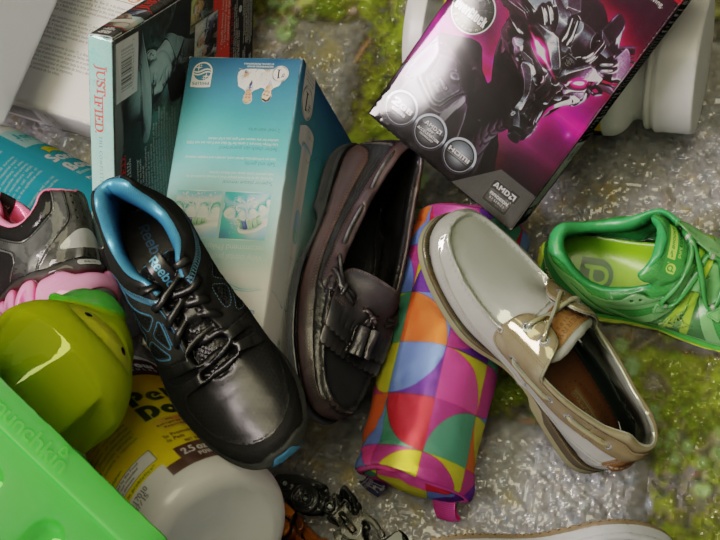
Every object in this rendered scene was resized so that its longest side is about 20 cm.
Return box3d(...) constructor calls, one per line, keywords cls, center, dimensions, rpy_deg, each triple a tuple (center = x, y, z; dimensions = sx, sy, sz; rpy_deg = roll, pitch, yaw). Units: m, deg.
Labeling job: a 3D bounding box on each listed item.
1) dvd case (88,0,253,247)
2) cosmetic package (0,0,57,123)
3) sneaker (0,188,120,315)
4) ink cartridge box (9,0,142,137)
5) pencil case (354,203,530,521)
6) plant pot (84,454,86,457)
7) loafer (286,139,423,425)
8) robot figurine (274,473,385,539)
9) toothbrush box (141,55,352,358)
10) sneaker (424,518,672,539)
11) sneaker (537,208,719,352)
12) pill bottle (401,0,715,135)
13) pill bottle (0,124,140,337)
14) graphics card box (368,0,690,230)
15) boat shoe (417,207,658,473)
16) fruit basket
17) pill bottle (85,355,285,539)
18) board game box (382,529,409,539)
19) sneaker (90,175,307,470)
box3d(cls="dvd case", center=(-0.123, -0.121, 1.076), dimensions=(0.022, 0.148, 0.200), rpy_deg=(13, 31, 17))
box3d(cls="cosmetic package", center=(-0.322, -0.227, 1.188), dimensions=(0.198, 0.123, 0.202), rpy_deg=(8, 72, 44))
box3d(cls="sneaker", center=(-0.237, 0.000, 1.057), dimensions=(0.198, 0.079, 0.097), rpy_deg=(-19, 82, 37))
box3d(cls="ink cartridge box", center=(-0.177, -0.186, 1.217), dimensions=(0.198, 0.045, 0.178), rpy_deg=(17, 77, 17))
box3d(cls="pencil case", center=(0.055, 0.057, 1.063), dimensions=(0.087, 0.088, 0.203), rpy_deg=(10, 75, 16))
box3d(cls="plant pot", center=(-0.281, 0.142, 0.961), dimensions=(0.134, 0.198, 0.203), rpy_deg=(-34, 59, 46))
box3d(cls="loafer", center=(0.000, 0.000, 1.043), dimensions=(0.062, 0.072, 0.202), rpy_deg=(-14, 55, 36))
box3d(cls="robot figurine", center=(-0.019, 0.229, 1.033), dimensions=(0.200, 0.058, 0.145), rpy_deg=(40, 84, 21))
box3d(cls="toothbrush box", center=(-0.071, -0.022, 1.083), dimensions=(0.084, 0.147, 0.203), rpy_deg=(2, 73, 14))
box3d(cls="sneaker", center=(0.118, 0.213, 0.952), dimensions=(0.198, 0.070, 0.109), rpy_deg=(1, 51, -29))
box3d(cls="sneaker", center=(0.210, 0.007, 1.041), dimensions=(0.197, 0.084, 0.075), rpy_deg=(5, 72, 14))
box3d(cls="pill bottle", center=(0.136, -0.154, 1.097), dimensions=(0.197, 0.114, 0.116), rpy_deg=(10, 74, 16))
box3d(cls="pill bottle", center=(-0.233, -0.034, 1.142), dimensions=(0.198, 0.111, 0.112), rpy_deg=(25, 79, 19))
box3d(cls="graphics card box", center=(0.111, -0.143, 1.020), dimensions=(0.125, 0.051, 0.201), rpy_deg=(39, 110, 7))
box3d(cls="boat shoe", center=(0.118, 0.039, 1.012), dimensions=(0.200, 0.068, 0.075), rpy_deg=(50, 63, -10))
box3d(cls="fruit basket", center=(-0.186, 0.082, 0.890), dimensions=(0.213, 0.155, 0.219), rpy_deg=(5, 77, -23))
box3d(cls="pill bottle", center=(-0.141, 0.126, 1.035), dimensions=(0.109, 0.109, 0.199), rpy_deg=(-49, 43, -6))
box3d(cls="board game box", center=(-0.027, 0.268, 0.975), dimensions=(0.199, 0.028, 0.136), rpy_deg=(-32, 68, 1))
box3d(cls="sneaker", center=(-0.104, 0.031, 0.950), dimensions=(0.073, 0.082, 0.201), rpy_deg=(-36, 69, -2))
